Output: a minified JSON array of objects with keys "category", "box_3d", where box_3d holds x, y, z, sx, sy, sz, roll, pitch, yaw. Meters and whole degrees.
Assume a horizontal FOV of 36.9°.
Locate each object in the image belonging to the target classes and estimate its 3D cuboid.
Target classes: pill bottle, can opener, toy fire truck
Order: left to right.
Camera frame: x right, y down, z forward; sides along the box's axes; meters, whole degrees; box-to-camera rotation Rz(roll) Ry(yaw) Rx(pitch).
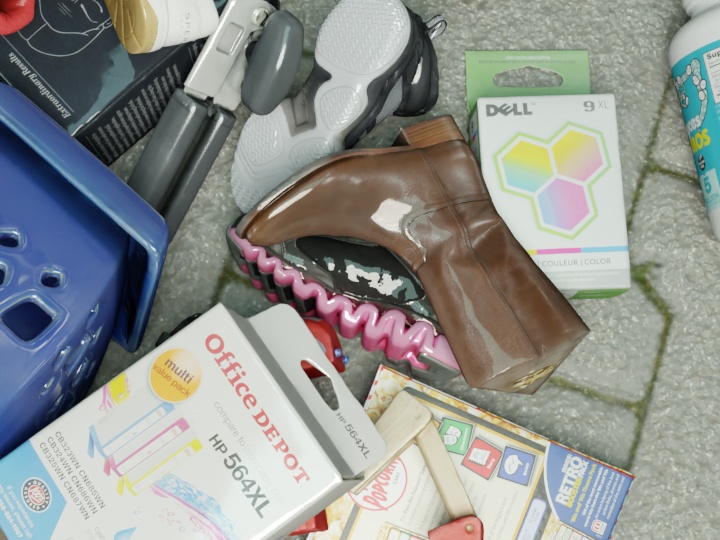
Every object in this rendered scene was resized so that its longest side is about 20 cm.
[{"category":"can opener","box_3d":[-0.107,-0.099,0.765,0.067,0.053,0.200,41,107,38]},{"category":"toy fire truck","box_3d":[0.002,0.122,0.732,0.141,0.049,0.201,-11,74,6]},{"category":"pill bottle","box_3d":[0.295,-0.127,0.799,0.110,0.111,0.201,-11,82,-4]}]

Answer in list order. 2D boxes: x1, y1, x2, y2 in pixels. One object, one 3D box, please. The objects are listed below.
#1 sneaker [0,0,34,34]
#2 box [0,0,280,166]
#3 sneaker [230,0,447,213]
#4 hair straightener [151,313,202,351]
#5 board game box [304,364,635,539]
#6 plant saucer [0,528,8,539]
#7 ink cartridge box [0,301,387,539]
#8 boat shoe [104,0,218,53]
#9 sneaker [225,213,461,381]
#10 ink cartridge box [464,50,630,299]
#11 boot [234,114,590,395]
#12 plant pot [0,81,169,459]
[{"category":"sneaker","box_3d":[-0.192,-0.226,0.668,0.085,0.200,0.077,52,38,5]},{"category":"box","box_3d":[-0.180,-0.194,0.790,0.200,0.107,0.148,-42,85,-9]},{"category":"sneaker","box_3d":[-0.009,-0.115,0.802,0.076,0.114,0.200,49,118,21]},{"category":"hair straightener","box_3d":[-0.159,0.119,0.776,0.077,0.041,0.200,48,62,-36]},{"category":"board game box","box_3d":[0.075,0.176,0.775,0.199,0.046,0.152,24,81,1]},{"category":"plant saucer","box_3d":[-0.293,0.172,0.769,0.199,0.032,0.201,0,82,-3]},{"category":"ink cartridge box","box_3d":[-0.097,0.117,0.654,0.200,0.125,0.129,-37,79,-1]},{"category":"boat shoe","box_3d":[-0.147,-0.232,0.716,0.069,0.071,0.201,-12,72,-30]},{"category":"sneaker","box_3d":[0.000,0.000,0.788,0.200,0.079,0.096,27,74,0]},{"category":"ink cartridge box","box_3d":[0.137,-0.079,0.810,0.103,0.059,0.201,-2,82,-3]},{"category":"boot","box_3d":[0.038,0.010,0.727,0.186,0.064,0.200,-26,79,-13]},{"category":"plant pot","box_3d":[-0.243,0.006,0.704,0.200,0.200,0.180,41,60,5]}]
